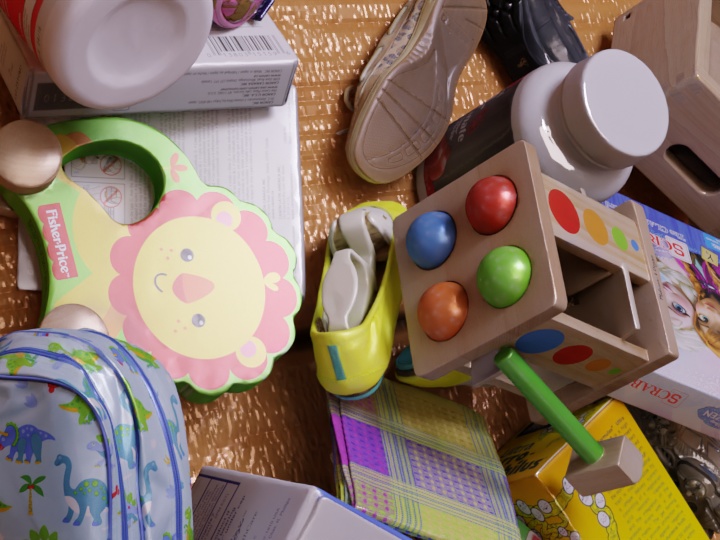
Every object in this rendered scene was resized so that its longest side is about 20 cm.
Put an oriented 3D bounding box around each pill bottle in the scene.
[{"bbox_3d":[0.138,-0.091,1.147,0.110,0.200,0.112,11,68,-29],"label":"pill bottle"},{"bbox_3d":[-0.186,-0.203,0.955,0.112,0.113,0.200,-14,51,-34],"label":"pill bottle"}]

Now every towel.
[{"bbox_3d":[0.039,0.132,1.040,0.143,0.023,0.200,23,21,-17],"label":"towel"}]

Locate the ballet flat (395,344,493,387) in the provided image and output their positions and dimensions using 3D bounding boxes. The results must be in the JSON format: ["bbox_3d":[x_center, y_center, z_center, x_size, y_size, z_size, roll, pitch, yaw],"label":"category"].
[{"bbox_3d":[0.103,0.049,1.164,0.200,0.066,0.067,-41,112,-41],"label":"ballet flat"}]

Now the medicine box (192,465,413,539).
[{"bbox_3d":[-0.016,0.212,0.947,0.181,0.200,0.104,31,76,-21],"label":"medicine box"}]

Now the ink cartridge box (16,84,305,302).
[{"bbox_3d":[-0.140,-0.056,1.067,0.198,0.057,0.164,0,74,-11],"label":"ink cartridge box"}]

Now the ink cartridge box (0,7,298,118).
[{"bbox_3d":[-0.167,-0.180,1.060,0.198,0.044,0.174,-6,45,-31],"label":"ink cartridge box"}]

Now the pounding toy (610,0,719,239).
[{"bbox_3d":[0.298,-0.113,1.307,0.200,0.142,0.185,39,43,-24],"label":"pounding toy"}]

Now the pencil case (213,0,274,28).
[{"bbox_3d":[-0.140,-0.254,1.052,0.199,0.086,0.083,38,98,14],"label":"pencil case"}]

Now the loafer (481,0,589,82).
[{"bbox_3d":[0.144,-0.203,1.272,0.070,0.068,0.202,-37,101,-43],"label":"loafer"}]

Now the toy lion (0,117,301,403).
[{"bbox_3d":[-0.138,-0.008,1.001,0.190,0.069,0.202,-12,78,-25],"label":"toy lion"}]

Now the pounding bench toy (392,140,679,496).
[{"bbox_3d":[0.117,0.042,1.016,0.155,0.124,0.202,22,49,-41],"label":"pounding bench toy"}]

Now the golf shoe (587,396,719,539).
[{"bbox_3d":[0.250,0.122,1.240,0.201,0.078,0.097,59,41,-11],"label":"golf shoe"}]

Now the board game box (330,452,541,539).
[{"bbox_3d":[0.073,0.180,1.054,0.200,0.030,0.095,39,22,20],"label":"board game box"}]

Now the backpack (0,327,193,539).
[{"bbox_3d":[-0.171,0.133,0.870,0.154,0.162,0.202,31,67,-63],"label":"backpack"}]

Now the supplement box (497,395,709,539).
[{"bbox_3d":[0.181,0.214,1.133,0.109,0.109,0.201,-36,95,-37],"label":"supplement box"}]

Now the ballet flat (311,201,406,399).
[{"bbox_3d":[0.000,0.000,1.067,0.201,0.066,0.067,-79,152,-47],"label":"ballet flat"}]

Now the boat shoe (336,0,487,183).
[{"bbox_3d":[0.037,-0.149,1.194,0.073,0.062,0.201,47,58,-29],"label":"boat shoe"}]

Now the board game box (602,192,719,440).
[{"bbox_3d":[0.248,0.035,1.188,0.199,0.041,0.201,21,40,-21],"label":"board game box"}]
